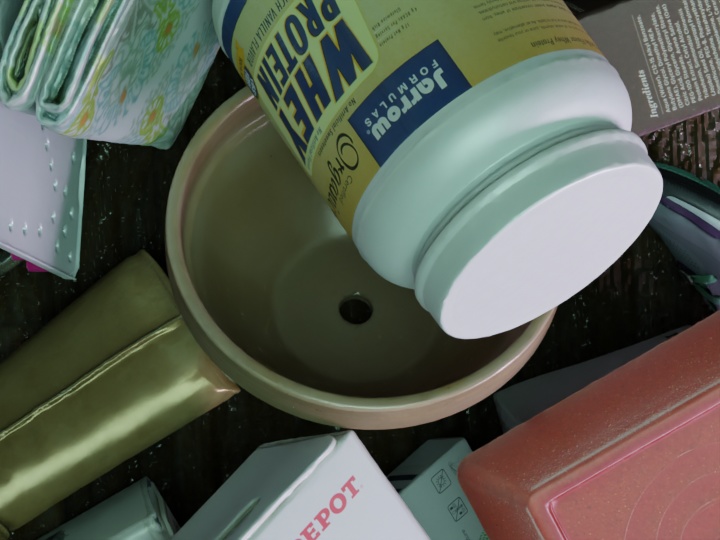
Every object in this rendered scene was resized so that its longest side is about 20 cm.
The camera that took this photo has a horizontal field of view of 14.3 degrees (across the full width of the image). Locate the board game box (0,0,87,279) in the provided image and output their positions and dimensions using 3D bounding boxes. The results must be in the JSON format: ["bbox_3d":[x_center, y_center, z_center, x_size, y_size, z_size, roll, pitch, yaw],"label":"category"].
[{"bbox_3d":[-0.167,-0.109,1.335,0.026,0.200,0.201,0,81,12],"label":"board game box"}]

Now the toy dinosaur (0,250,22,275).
[{"bbox_3d":[-0.246,0.021,1.432,0.200,0.102,0.077,-41,75,-11],"label":"toy dinosaur"}]

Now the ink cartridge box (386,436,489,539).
[{"bbox_3d":[0.004,0.182,1.474,0.200,0.039,0.100,-39,108,-33],"label":"ink cartridge box"}]

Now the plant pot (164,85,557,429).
[{"bbox_3d":[0.000,0.000,1.435,0.200,0.093,0.202,3,60,-5],"label":"plant pot"}]

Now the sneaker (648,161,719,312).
[{"bbox_3d":[0.207,0.021,1.504,0.199,0.074,0.088,30,100,-14],"label":"sneaker"}]

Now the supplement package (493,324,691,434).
[{"bbox_3d":[0.161,0.149,1.495,0.119,0.121,0.201,-18,103,-6],"label":"supplement package"}]

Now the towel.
[{"bbox_3d":[-0.097,-0.144,1.362,0.048,0.200,0.172,28,96,12],"label":"towel"}]

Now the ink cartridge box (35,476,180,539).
[{"bbox_3d":[-0.156,0.221,1.480,0.199,0.085,0.146,-29,104,-1],"label":"ink cartridge box"}]

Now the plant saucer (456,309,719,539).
[{"bbox_3d":[0.178,0.135,1.415,0.199,0.037,0.201,-29,105,-4],"label":"plant saucer"}]

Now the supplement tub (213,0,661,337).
[{"bbox_3d":[0.036,-0.083,1.341,0.144,0.144,0.200,-34,67,-1],"label":"supplement tub"}]

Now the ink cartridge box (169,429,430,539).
[{"bbox_3d":[-0.016,0.198,1.384,0.145,0.083,0.200,-46,110,-31],"label":"ink cartridge box"}]

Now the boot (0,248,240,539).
[{"bbox_3d":[-0.147,0.103,1.417,0.199,0.066,0.175,-33,64,-8],"label":"boot"}]

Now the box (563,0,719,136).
[{"bbox_3d":[0.183,-0.128,1.455,0.199,0.100,0.075,-21,103,-5],"label":"box"}]
